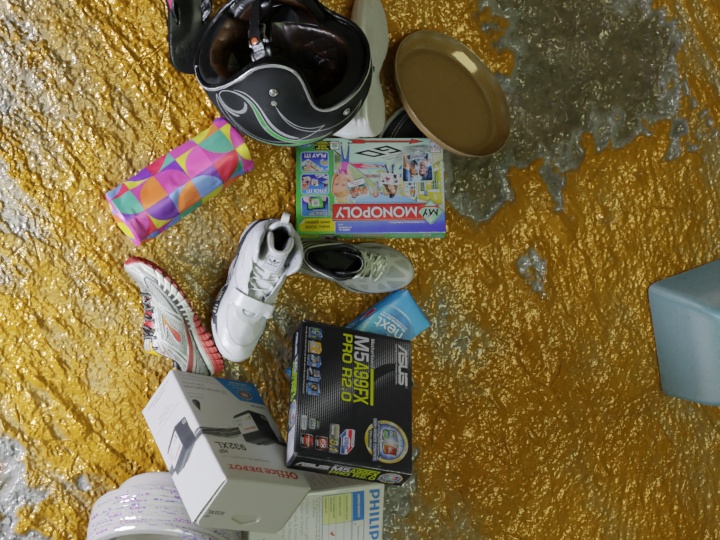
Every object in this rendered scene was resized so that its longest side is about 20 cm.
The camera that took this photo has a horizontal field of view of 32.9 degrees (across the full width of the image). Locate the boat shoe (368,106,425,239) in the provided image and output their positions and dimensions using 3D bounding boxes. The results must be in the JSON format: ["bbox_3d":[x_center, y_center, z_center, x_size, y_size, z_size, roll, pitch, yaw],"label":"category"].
[{"bbox_3d":[0.048,-0.134,1.693,0.075,0.060,0.201,20,93,-26],"label":"boat shoe"}]

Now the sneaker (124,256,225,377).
[{"bbox_3d":[-0.254,0.070,1.597,0.082,0.078,0.200,-33,112,-12],"label":"sneaker"}]

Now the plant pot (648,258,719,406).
[{"bbox_3d":[0.599,0.106,1.906,0.196,0.200,0.197,-18,108,-19],"label":"plant pot"}]

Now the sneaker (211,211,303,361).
[{"bbox_3d":[-0.134,0.017,1.588,0.075,0.115,0.201,20,72,-17],"label":"sneaker"}]

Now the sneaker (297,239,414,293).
[{"bbox_3d":[0.000,0.000,1.670,0.200,0.115,0.076,11,97,-25],"label":"sneaker"}]

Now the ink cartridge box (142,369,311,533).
[{"bbox_3d":[-0.174,0.232,1.574,0.145,0.200,0.084,17,118,-42],"label":"ink cartridge box"}]

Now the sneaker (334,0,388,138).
[{"bbox_3d":[-0.015,-0.277,1.635,0.075,0.088,0.201,19,72,-59],"label":"sneaker"}]

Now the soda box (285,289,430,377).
[{"bbox_3d":[-0.004,0.109,1.711,0.200,0.068,0.064,-36,97,-13],"label":"soda box"}]

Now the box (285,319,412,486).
[{"bbox_3d":[-0.013,0.172,1.601,0.160,0.044,0.201,12,55,-14],"label":"box"}]

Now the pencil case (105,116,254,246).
[{"bbox_3d":[-0.230,-0.116,1.567,0.200,0.088,0.089,-36,113,-14],"label":"pencil case"}]

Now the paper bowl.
[{"bbox_3d":[-0.256,0.338,1.605,0.200,0.201,0.105,25,49,-26],"label":"paper bowl"}]

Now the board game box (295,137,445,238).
[{"bbox_3d":[0.013,-0.110,1.635,0.199,0.029,0.135,-1,75,-2],"label":"board game box"}]

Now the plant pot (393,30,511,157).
[{"bbox_3d":[0.121,-0.237,1.669,0.199,0.027,0.201,20,54,-29],"label":"plant pot"}]

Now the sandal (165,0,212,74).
[{"bbox_3d":[-0.217,-0.349,1.541,0.075,0.045,0.201,-11,105,-21],"label":"sandal"}]

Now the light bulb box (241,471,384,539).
[{"bbox_3d":[-0.082,0.381,1.710,0.199,0.125,0.199,-3,102,-24],"label":"light bulb box"}]

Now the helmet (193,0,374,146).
[{"bbox_3d":[-0.089,-0.249,1.536,0.190,0.200,0.201,29,89,-41],"label":"helmet"}]
